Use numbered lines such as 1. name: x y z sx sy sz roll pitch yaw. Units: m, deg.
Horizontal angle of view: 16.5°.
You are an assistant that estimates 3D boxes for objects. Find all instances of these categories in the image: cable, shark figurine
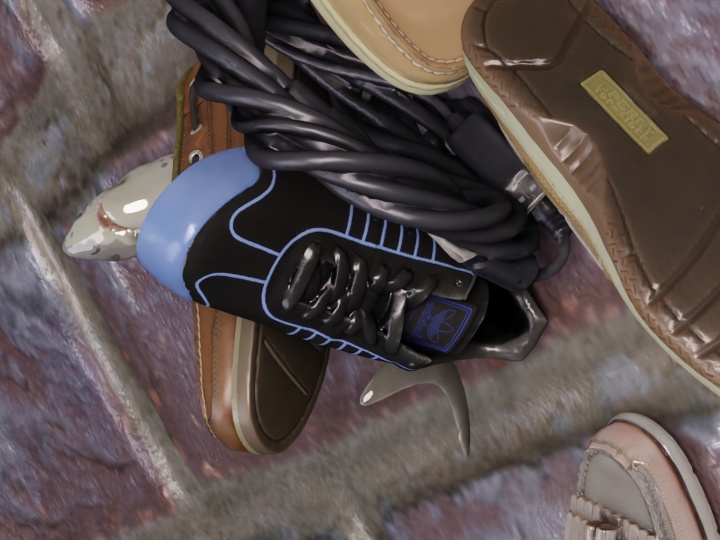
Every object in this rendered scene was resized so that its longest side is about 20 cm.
1. cable: -0.011 -0.064 0.988 0.200 0.163 0.051 47 113 30
2. shark figurine: -0.017 -0.011 1.160 0.214 0.128 0.090 27 167 24

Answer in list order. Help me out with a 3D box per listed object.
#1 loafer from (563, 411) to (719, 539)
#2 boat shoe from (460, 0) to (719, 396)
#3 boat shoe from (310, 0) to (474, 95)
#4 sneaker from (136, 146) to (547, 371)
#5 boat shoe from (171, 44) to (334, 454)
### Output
1. loafer: 0.118 0.156 1.060 0.072 0.063 0.201 30 140 48
2. boat shoe: 0.109 -0.021 0.910 0.200 0.072 0.076 57 170 25
3. boat shoe: 0.001 -0.162 0.944 0.200 0.074 0.066 64 158 -7
4. sneaker: 0.000 0.000 1.005 0.078 0.200 0.070 39 111 34
5. boat shoe: -0.054 -0.008 1.089 0.068 0.201 0.072 -7 147 21
